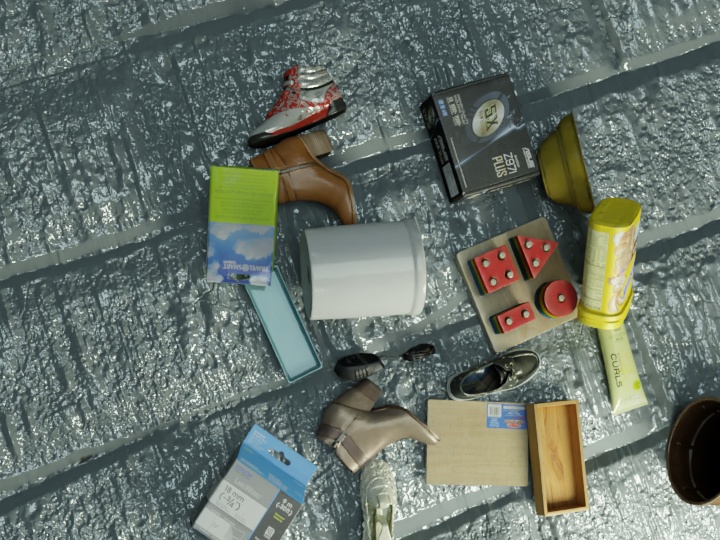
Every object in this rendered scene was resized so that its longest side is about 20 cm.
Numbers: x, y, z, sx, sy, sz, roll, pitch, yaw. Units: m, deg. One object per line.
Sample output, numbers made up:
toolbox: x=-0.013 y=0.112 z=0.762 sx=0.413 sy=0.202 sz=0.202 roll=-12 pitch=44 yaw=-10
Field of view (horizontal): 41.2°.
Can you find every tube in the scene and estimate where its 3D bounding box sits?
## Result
tube: x=0.494 y=0.169 z=1.828 sx=0.057 sy=0.052 sz=0.203 roll=-13 pitch=91 yaw=27

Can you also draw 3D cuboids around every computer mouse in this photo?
computer mouse: x=0.046 y=0.167 z=1.731 sx=0.197 sy=0.059 sz=0.035 roll=-9 pitch=108 yaw=-17

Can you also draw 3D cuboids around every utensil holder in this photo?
utensil holder: x=0.000 y=0.000 z=1.680 sx=0.197 sy=0.170 sz=0.173 roll=-4 pitch=84 yaw=-10

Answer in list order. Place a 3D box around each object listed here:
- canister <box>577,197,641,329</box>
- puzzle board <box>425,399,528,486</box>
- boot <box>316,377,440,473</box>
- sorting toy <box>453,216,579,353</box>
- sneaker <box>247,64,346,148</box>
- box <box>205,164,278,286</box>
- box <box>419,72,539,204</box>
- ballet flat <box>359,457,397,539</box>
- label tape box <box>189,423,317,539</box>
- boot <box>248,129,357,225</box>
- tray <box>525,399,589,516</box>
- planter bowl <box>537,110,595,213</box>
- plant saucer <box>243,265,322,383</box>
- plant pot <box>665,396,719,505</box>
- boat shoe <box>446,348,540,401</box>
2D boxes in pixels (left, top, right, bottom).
canister: x=0.456 y=-0.016 z=1.749 sx=0.085 sy=0.148 sz=0.203 roll=12 pitch=119 yaw=24
puzzle board: x=0.215 y=0.318 z=1.765 sx=0.197 sy=0.017 sz=0.153 roll=4 pitch=82 yaw=-12
boot: x=0.025 y=0.295 z=1.699 sx=0.199 sy=0.070 sz=0.147 roll=37 pitch=76 yaw=3
sorting toy: x=0.306 y=0.023 z=1.791 sx=0.197 sy=0.070 sz=0.202 roll=-22 pitch=88 yaw=-14
sneaker: x=-0.132 y=-0.302 z=1.736 sx=0.200 sy=0.067 sz=0.109 roll=-26 pitch=88 yaw=-17
box: x=-0.207 y=-0.079 z=1.676 sx=0.120 sy=0.048 sz=0.203 roll=4 pitch=99 yaw=-2
box: x=0.223 y=-0.246 z=1.795 sx=0.162 sy=0.086 sz=0.203 roll=-16 pitch=87 yaw=-14
ballet flat: x=0.038 y=0.433 z=1.689 sx=0.071 sy=0.072 sz=0.203 roll=-1 pitch=83 yaw=-12
label tape box: x=-0.179 y=0.388 z=1.647 sx=0.143 sy=0.063 sz=0.201 roll=35 pitch=78 yaw=-7
boot: x=-0.100 y=-0.145 z=1.717 sx=0.154 sy=0.077 sz=0.202 roll=-23 pitch=87 yaw=-15
tray: x=0.365 y=0.346 z=1.778 sx=0.097 sy=0.037 sz=0.203 roll=-2 pitch=85 yaw=-23
planter bowl: x=0.381 y=-0.191 z=1.795 sx=0.082 sy=0.200 sz=0.203 roll=-14 pitch=86 yaw=15
plant saucer: x=-0.140 y=0.096 z=1.713 sx=0.069 sy=0.019 sz=0.202 roll=-24 pitch=90 yaw=-14
plant pot: x=0.714 y=0.356 z=1.787 sx=0.196 sy=0.200 sz=0.203 roll=16 pitch=80 yaw=-17
boat shoe: x=0.253 y=0.194 z=1.762 sx=0.198 sy=0.057 sz=0.070 roll=-18 pitch=87 yaw=-19
